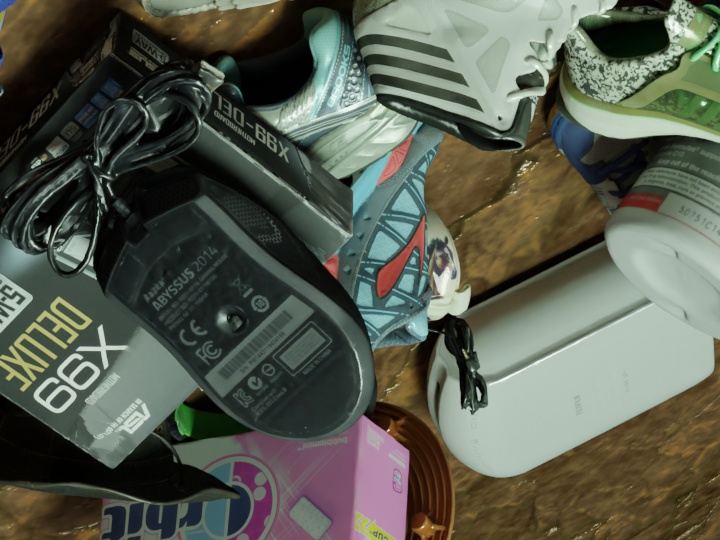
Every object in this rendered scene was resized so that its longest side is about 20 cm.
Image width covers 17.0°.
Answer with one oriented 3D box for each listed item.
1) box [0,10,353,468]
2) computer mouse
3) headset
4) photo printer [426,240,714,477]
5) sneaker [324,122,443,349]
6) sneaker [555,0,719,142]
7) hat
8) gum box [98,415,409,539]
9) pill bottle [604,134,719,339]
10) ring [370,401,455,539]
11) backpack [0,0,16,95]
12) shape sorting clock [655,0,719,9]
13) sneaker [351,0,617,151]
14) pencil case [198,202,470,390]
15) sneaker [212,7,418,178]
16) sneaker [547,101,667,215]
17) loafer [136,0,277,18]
[{"bbox_3d":[-0.126,-0.011,1.238,0.157,0.050,0.200,37,116,-20],"label":"box"},{"bbox_3d":[-0.067,-0.003,1.187,0.138,0.200,0.053,-37,-167,24],"label":"computer mouse"},{"bbox_3d":[-0.025,0.074,1.488,0.199,0.094,0.124,-17,151,3],"label":"headset"},{"bbox_3d":[0.139,0.059,1.629,0.199,0.070,0.167,-26,151,-5],"label":"photo printer"},{"bbox_3d":[0.000,0.000,1.321,0.095,0.201,0.079,41,151,-21],"label":"sneaker"},{"bbox_3d":[0.195,-0.115,1.327,0.199,0.077,0.089,2,152,22],"label":"sneaker"},{"bbox_3d":[-0.157,0.082,1.390,0.199,0.081,0.201,7,-179,0],"label":"hat"},{"bbox_3d":[-0.073,0.166,1.495,0.199,0.114,0.066,-11,150,27],"label":"gum box"},{"bbox_3d":[0.240,-0.068,1.406,0.200,0.114,0.114,-53,154,-15],"label":"pill bottle"},{"bbox_3d":[-0.028,0.169,1.536,0.200,0.201,0.019,-35,134,12],"label":"ring"},{"bbox_3d":[-0.241,-0.098,1.001,0.182,0.135,0.200,-8,147,-31],"label":"backpack"},{"bbox_3d":[0.230,-0.172,1.285,0.199,0.039,0.200,10,162,3],"label":"shape sorting clock"},{"bbox_3d":[0.095,-0.121,1.226,0.199,0.116,0.076,-10,176,-4],"label":"sneaker"},{"bbox_3d":[-0.034,0.012,1.379,0.199,0.090,0.078,-15,153,-32],"label":"pencil case"},{"bbox_3d":[-0.068,-0.069,1.273,0.200,0.078,0.086,-37,130,14],"label":"sneaker"},{"bbox_3d":[0.178,-0.053,1.472,0.075,0.088,0.200,-32,149,10],"label":"sneaker"},{"bbox_3d":[-0.017,-0.167,1.152,0.199,0.063,0.072,-26,151,-5],"label":"loafer"}]
